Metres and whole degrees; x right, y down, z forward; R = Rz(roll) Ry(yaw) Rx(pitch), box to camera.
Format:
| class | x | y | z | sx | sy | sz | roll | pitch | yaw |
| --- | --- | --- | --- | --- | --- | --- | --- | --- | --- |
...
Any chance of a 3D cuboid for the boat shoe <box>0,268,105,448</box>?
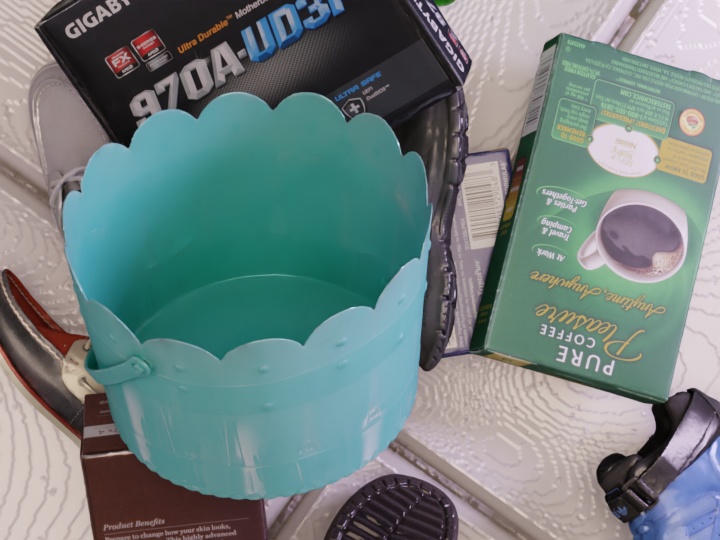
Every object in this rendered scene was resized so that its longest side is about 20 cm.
| class | x | y | z | sx | sy | sz | roll | pitch | yaw |
| --- | --- | --- | --- | --- | --- | --- | --- | --- | --- |
| boat shoe | -0.154 | 0.073 | 1.500 | 0.063 | 0.071 | 0.200 | -38 | 97 | 12 |

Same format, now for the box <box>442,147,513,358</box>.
| class | x | y | z | sx | sy | sz | roll | pitch | yaw |
| --- | --- | --- | --- | --- | --- | --- | --- | --- | --- |
| box | 0.000 | 0.000 | 1.529 | 0.199 | 0.032 | 0.122 | -8 | 89 | -4 |

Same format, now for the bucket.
| class | x | y | z | sx | sy | sz | roll | pitch | yaw |
| --- | --- | --- | --- | --- | --- | --- | --- | --- | --- |
| bucket | -0.058 | 0.015 | 1.368 | 0.206 | 0.208 | 0.135 | -4 | 133 | -2 |

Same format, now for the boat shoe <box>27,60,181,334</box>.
| class | x | y | z | sx | sy | sz | roll | pitch | yaw |
| --- | --- | --- | --- | --- | --- | --- | --- | --- | --- |
| boat shoe | -0.152 | -0.034 | 1.494 | 0.072 | 0.068 | 0.201 | -22 | 85 | 22 |

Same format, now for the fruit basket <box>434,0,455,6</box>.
| class | x | y | z | sx | sy | sz | roll | pitch | yaw |
| --- | --- | --- | --- | --- | --- | --- | --- | --- | --- |
| fruit basket | -0.035 | -0.195 | 1.485 | 0.215 | 0.156 | 0.216 | 2 | 72 | -7 |

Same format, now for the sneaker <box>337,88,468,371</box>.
| class | x | y | z | sx | sy | sz | roll | pitch | yaw |
| --- | --- | --- | --- | --- | --- | --- | --- | --- | --- |
| sneaker | 0.017 | -0.044 | 1.483 | 0.090 | 0.076 | 0.201 | 5 | 85 | 6 |

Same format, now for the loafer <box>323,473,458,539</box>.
| class | x | y | z | sx | sy | sz | roll | pitch | yaw |
| --- | --- | --- | --- | --- | --- | --- | --- | --- | --- |
| loafer | -0.006 | 0.206 | 1.486 | 0.073 | 0.071 | 0.200 | 28 | 55 | 5 |

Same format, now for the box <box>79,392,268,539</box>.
| class | x | y | z | sx | sy | sz | roll | pitch | yaw |
| --- | --- | --- | --- | --- | --- | --- | --- | --- | --- |
| box | -0.102 | 0.168 | 1.461 | 0.100 | 0.075 | 0.201 | -5 | 120 | -2 |

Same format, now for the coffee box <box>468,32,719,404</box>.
| class | x | y | z | sx | sy | sz | roll | pitch | yaw |
| --- | --- | --- | --- | --- | --- | --- | --- | --- | --- |
| coffee box | 0.146 | -0.030 | 1.511 | 0.123 | 0.044 | 0.201 | 15 | 82 | -13 |

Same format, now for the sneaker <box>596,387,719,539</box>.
| class | x | y | z | sx | sy | sz | roll | pitch | yaw |
| --- | --- | --- | --- | --- | --- | --- | --- | --- | --- |
| sneaker | 0.176 | 0.167 | 1.510 | 0.111 | 0.077 | 0.200 | 30 | 87 | -4 |

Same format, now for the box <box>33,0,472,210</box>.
| class | x | y | z | sx | sy | sz | roll | pitch | yaw |
| --- | --- | --- | --- | --- | --- | --- | --- | --- | --- |
| box | -0.060 | -0.129 | 1.438 | 0.200 | 0.046 | 0.159 | -28 | 106 | 22 |
